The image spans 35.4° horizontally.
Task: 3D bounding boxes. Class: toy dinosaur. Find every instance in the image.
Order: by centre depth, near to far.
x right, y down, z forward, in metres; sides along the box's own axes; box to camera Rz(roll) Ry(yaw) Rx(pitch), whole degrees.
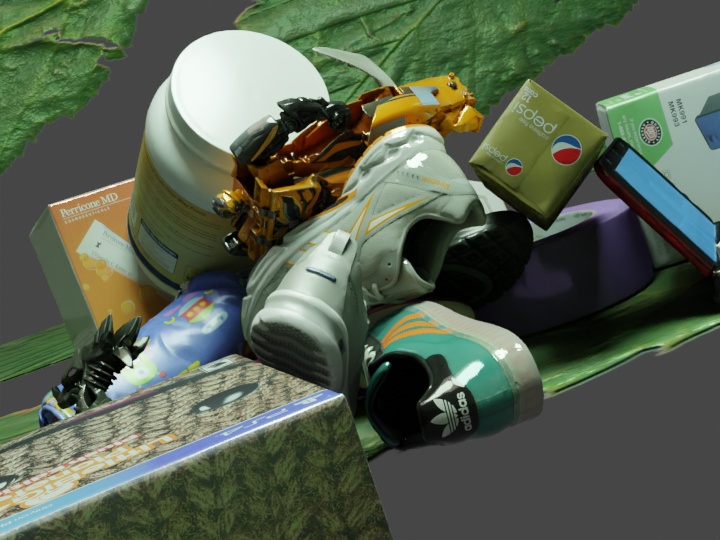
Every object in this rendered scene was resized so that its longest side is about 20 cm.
[{"bbox_3d":[-0.125,0.108,0.645,0.198,0.103,0.136,-14,49,-9],"label":"toy dinosaur"}]

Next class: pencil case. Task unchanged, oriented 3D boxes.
[{"bbox_3d":[-0.152,0.076,0.851,0.200,0.087,0.078,-43,-18,-35],"label":"pencil case"}]

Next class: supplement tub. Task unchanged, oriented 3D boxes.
[{"bbox_3d":[-0.107,-0.079,0.907,0.143,0.145,0.200,-22,-22,-29],"label":"supplement tub"}]

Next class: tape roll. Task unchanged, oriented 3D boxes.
[{"bbox_3d":[0.141,0.001,0.952,0.198,0.066,0.200,-18,6,2],"label":"tape roll"}]

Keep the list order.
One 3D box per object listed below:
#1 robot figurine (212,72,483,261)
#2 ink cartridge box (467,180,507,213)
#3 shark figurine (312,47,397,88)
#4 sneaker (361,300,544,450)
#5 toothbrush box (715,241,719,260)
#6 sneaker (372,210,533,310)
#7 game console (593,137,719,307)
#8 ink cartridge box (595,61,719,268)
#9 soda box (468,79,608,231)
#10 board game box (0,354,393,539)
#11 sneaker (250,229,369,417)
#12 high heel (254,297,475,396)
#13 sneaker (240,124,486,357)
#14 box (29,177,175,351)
[{"bbox_3d":[-0.011,-0.069,0.805,0.199,0.058,0.146,-23,-34,-26],"label":"robot figurine"},{"bbox_3d":[0.074,-0.034,1.115,0.116,0.068,0.199,-32,-18,30],"label":"ink cartridge box"},{"bbox_3d":[0.020,-0.074,0.923,0.127,0.217,0.089,15,31,30],"label":"shark figurine"},{"bbox_3d":[0.029,0.065,0.693,0.079,0.072,0.200,-17,6,-20],"label":"sneaker"},{"bbox_3d":[0.282,-0.014,0.583,0.145,0.087,0.200,-15,9,31],"label":"toothbrush box"},{"bbox_3d":[0.038,-0.006,0.861,0.199,0.076,0.091,-24,44,25],"label":"sneaker"},{"bbox_3d":[0.274,-0.056,0.810,0.171,0.120,0.200,-16,7,20],"label":"game console"},{"bbox_3d":[0.319,-0.104,0.960,0.198,0.147,0.088,-17,7,8],"label":"ink cartridge box"},{"bbox_3d":[0.126,-0.075,0.801,0.068,0.064,0.200,-54,-8,5],"label":"soda box"},{"bbox_3d":[-0.090,0.115,0.484,0.158,0.098,0.200,-20,6,-17],"label":"board game box"},{"bbox_3d":[-0.020,0.047,0.691,0.082,0.074,0.200,-60,-5,-24],"label":"sneaker"},{"bbox_3d":[-0.014,0.063,0.841,0.198,0.068,0.096,-20,11,-7],"label":"high heel"},{"bbox_3d":[0.000,0.000,0.759,0.200,0.092,0.075,-49,-32,16],"label":"sneaker"},{"bbox_3d":[-0.198,0.028,1.019,0.124,0.202,0.097,-22,-4,-29],"label":"box"}]
